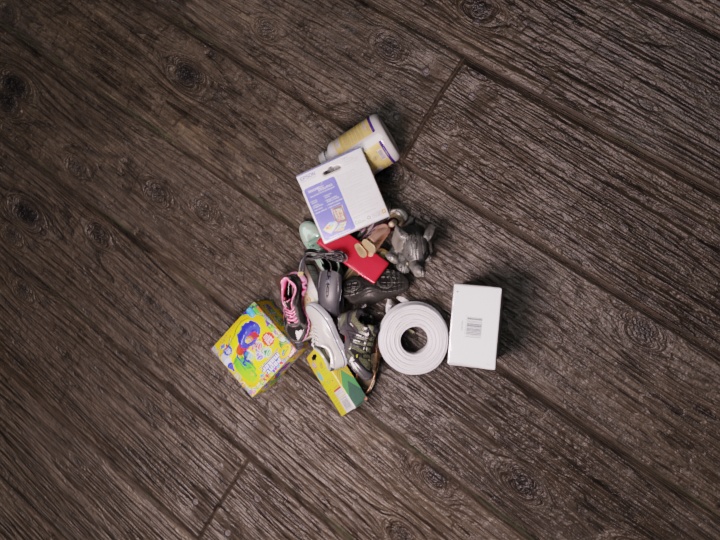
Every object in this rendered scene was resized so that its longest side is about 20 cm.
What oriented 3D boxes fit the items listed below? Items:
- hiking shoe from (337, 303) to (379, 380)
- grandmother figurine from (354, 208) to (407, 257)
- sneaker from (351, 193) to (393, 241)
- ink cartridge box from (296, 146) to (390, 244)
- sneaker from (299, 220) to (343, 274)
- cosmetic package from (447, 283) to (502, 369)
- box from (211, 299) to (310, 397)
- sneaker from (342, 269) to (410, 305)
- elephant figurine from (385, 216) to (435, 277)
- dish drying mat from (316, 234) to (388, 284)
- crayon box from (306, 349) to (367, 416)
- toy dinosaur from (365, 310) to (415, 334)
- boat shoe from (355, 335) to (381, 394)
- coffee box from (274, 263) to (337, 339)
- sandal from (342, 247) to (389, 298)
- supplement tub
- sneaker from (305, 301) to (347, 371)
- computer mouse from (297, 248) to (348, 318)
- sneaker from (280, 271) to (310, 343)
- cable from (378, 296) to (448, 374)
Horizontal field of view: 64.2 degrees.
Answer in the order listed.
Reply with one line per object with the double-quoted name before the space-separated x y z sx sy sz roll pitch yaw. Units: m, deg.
"hiking shoe" 0.007 0.192 1.547 0.100 0.076 0.201 -27 70 20
"grandmother figurine" 0.064 -0.108 1.579 0.121 0.200 0.061 -13 113 48
"sneaker" 0.013 -0.133 1.635 0.080 0.086 0.200 43 100 11
"ink cartridge box" -0.046 -0.202 1.557 0.196 0.047 0.202 -22 92 8
"sneaker" -0.112 -0.067 1.647 0.073 0.118 0.201 -33 83 -5
"cosmetic package" 0.302 0.138 1.489 0.122 0.200 0.201 5 91 13
"box" -0.292 0.226 1.700 0.193 0.122 0.200 45 101 11
"sneaker" 0.047 0.054 1.618 0.198 0.091 0.077 -6 55 20
"elephant figurine" 0.147 -0.067 1.528 0.141 0.200 0.155 -40 85 -8
"dish drying mat" -0.022 -0.048 1.592 0.199 0.018 0.077 36 81 10
"crayon box" -0.070 0.306 1.633 0.051 0.127 0.201 -29 79 -29
"toy dinosaur" 0.050 0.161 1.642 0.198 0.047 0.089 -15 100 15
"boat shoe" 0.022 0.256 1.614 0.075 0.072 0.202 3 103 4
"coffee box" -0.157 0.094 1.684 0.114 0.080 0.201 -25 82 14
"sandal" 0.000 0.000 1.652 0.080 0.054 0.200 32 115 -29
"supplement tub" -0.003 -0.327 1.612 0.199 0.145 0.146 -30 81 14
"sneaker" -0.103 0.179 1.566 0.201 0.070 0.073 58 144 13
"computer mouse" -0.112 0.038 1.582 0.139 0.046 0.202 9 108 13
"sneaker" -0.192 0.104 1.604 0.078 0.095 0.202 -6 89 14
"cable" 0.147 0.186 1.578 0.198 0.069 0.202 16 91 -4
